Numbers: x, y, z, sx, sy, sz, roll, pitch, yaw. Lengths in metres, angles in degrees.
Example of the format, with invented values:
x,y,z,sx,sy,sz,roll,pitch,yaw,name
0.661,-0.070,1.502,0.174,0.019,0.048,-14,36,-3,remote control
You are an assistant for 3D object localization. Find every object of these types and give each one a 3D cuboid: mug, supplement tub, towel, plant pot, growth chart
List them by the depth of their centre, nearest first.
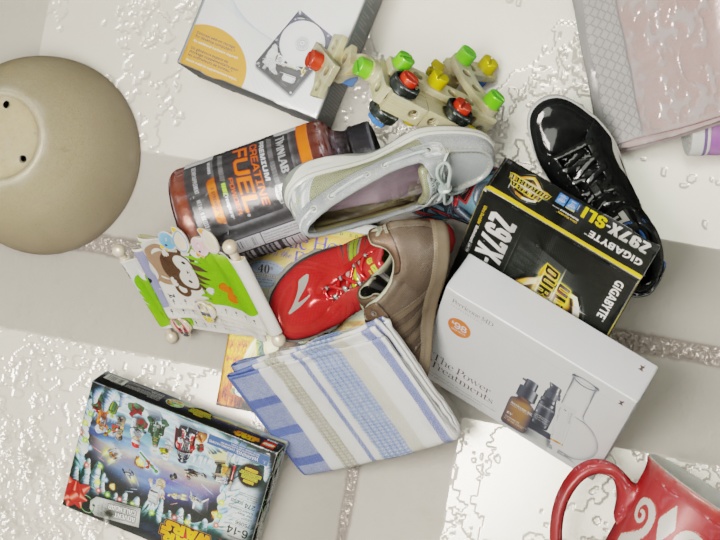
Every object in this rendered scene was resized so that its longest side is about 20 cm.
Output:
x,y,z,sx,sy,sz,roll,pitch,yaw,name
0.252,0.277,1.575,0.177,0.133,0.201,34,97,28,mug
0.275,-0.222,1.587,0.190,0.032,0.202,-17,81,50,towel
-0.016,0.120,1.603,0.199,0.024,0.147,-18,117,37,towel
-0.154,0.016,1.617,0.018,0.199,0.145,-50,122,-30,growth chart
-0.074,-0.076,1.624,0.198,0.107,0.108,-19,83,6,supplement tub
-0.330,-0.122,1.692,0.198,0.134,0.203,-1,85,9,plant pot

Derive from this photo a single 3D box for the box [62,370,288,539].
x,y,z,sx,sy,sz,roll,pitch,yaw,name
-0.182,0.198,1.673,0.198,0.040,0.138,19,107,11,box

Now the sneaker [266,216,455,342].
x,y,z,sx,sy,sz,roll,pitch,yaw,name
0.000,0.000,1.612,0.199,0.085,0.077,-29,93,-13,sneaker

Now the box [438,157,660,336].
x,y,z,sx,sy,sz,roll,pitch,yaw,name
0.166,0.006,1.566,0.159,0.201,0.049,32,57,9,box

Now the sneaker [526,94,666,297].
x,y,z,sx,sy,sz,roll,pitch,yaw,name
0.224,-0.070,1.574,0.073,0.112,0.201,-31,101,4,sneaker

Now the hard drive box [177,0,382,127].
x,y,z,sx,sy,sz,roll,pitch,yaw,name
-0.067,-0.262,1.685,0.155,0.077,0.202,22,90,10,hard drive box

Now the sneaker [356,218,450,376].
x,y,z,sx,sy,sz,roll,pitch,yaw,name
0.030,0.037,1.573,0.075,0.071,0.202,4,122,-8,sneaker

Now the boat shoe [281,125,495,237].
x,y,z,sx,sy,sz,roll,pitch,yaw,name
0.032,-0.076,1.544,0.200,0.075,0.065,-12,46,-15,boat shoe

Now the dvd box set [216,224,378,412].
x,y,z,sx,sy,sz,roll,pitch,yaw,name
-0.053,0.046,1.683,0.145,0.029,0.202,10,88,9,dvd box set

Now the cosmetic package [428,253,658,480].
x,y,z,sx,sy,sz,roll,pitch,yaw,name
0.158,0.091,1.583,0.199,0.151,0.052,31,54,11,cosmetic package

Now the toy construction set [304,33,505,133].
x,y,z,sx,sy,sz,roll,pitch,yaw,name
0.048,-0.172,1.602,0.198,0.132,0.093,10,130,-20,toy construction set

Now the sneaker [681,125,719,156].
x,y,z,sx,sy,sz,roll,pitch,yaw,name
0.352,-0.211,1.618,0.113,0.073,0.203,-5,89,0,sneaker

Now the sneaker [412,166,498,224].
x,y,z,sx,sy,sz,roll,pitch,yaw,name
0.106,-0.081,1.631,0.198,0.096,0.080,18,88,11,sneaker
